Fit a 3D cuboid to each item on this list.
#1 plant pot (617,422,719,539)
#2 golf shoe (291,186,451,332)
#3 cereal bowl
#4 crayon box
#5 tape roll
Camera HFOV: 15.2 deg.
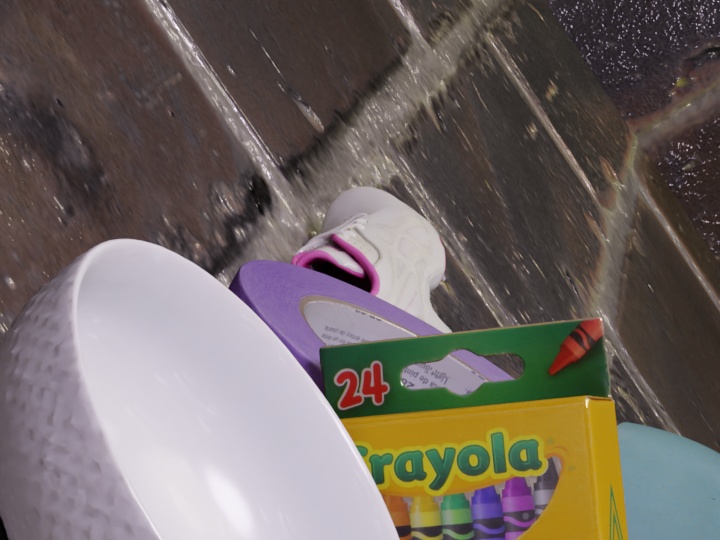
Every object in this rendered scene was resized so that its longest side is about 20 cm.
[{"bbox_3d":[0.142,0.175,1.352,0.161,0.201,0.201,45,11,9],"label":"plant pot"},{"bbox_3d":[0.000,0.000,1.493,0.092,0.075,0.200,45,16,-29],"label":"golf shoe"},{"bbox_3d":[-0.068,0.093,0.982,0.200,0.083,0.200,47,20,-23],"label":"cereal bowl"},{"bbox_3d":[0.042,0.123,1.074,0.051,0.126,0.201,9,74,-72],"label":"crayon box"},{"bbox_3d":[0.017,0.075,1.217,0.200,0.066,0.200,29,12,-7],"label":"tape roll"}]
